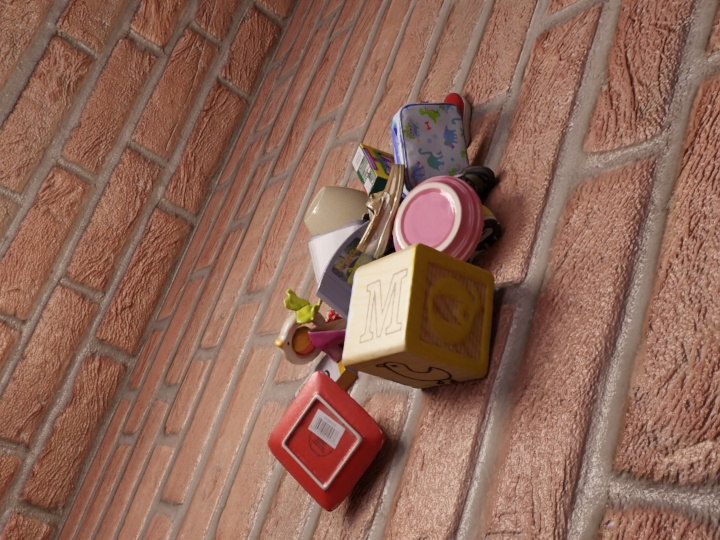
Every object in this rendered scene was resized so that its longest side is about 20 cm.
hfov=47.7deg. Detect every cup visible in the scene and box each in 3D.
[{"bbox_3d":[-0.058,-0.130,2.053,0.202,0.142,0.201,-55,14,21],"label":"cup"}]

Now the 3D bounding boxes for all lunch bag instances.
[{"bbox_3d":[0.146,-0.256,1.748,0.082,0.157,0.205,152,111,-72],"label":"lunch bag"}]

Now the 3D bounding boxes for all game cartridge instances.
[{"bbox_3d":[0.000,0.000,1.699,0.201,0.132,0.041,-53,-2,-18],"label":"game cartridge"}]

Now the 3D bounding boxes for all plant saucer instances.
[{"bbox_3d":[0.141,-0.091,1.577,0.198,0.051,0.205,-13,67,33],"label":"plant saucer"}]

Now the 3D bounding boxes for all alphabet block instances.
[{"bbox_3d":[0.105,0.089,1.469,0.199,0.193,0.200,-22,55,54],"label":"alphabet block"}]

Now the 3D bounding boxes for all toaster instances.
[{"bbox_3d":[-0.020,-0.027,1.799,0.197,0.113,0.132,-17,72,29],"label":"toaster"}]

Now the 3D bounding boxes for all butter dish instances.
[{"bbox_3d":[-0.047,0.329,1.601,0.199,0.147,0.201,40,102,22],"label":"butter dish"}]

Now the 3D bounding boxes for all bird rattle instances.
[{"bbox_3d":[-0.119,0.138,1.863,0.112,0.200,0.164,29,76,38],"label":"bird rattle"}]

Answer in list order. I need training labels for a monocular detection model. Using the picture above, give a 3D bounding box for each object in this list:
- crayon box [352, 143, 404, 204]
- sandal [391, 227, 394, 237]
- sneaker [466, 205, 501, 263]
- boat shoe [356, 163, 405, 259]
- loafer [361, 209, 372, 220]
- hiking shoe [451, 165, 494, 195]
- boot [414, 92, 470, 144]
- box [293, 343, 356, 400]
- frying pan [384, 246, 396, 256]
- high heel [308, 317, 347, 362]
[{"bbox_3d":[0.083,-0.207,1.865,0.059,0.170,0.201,-64,22,23],"label":"crayon box"},{"bbox_3d":[0.099,-0.104,1.872,0.081,0.054,0.200,-60,25,-1],"label":"sandal"},{"bbox_3d":[0.193,-0.055,1.625,0.199,0.078,0.091,-36,32,22],"label":"sneaker"},{"bbox_3d":[0.043,-0.127,1.672,0.074,0.065,0.204,133,152,-84],"label":"boat shoe"},{"bbox_3d":[0.034,-0.101,1.904,0.201,0.067,0.077,107,167,-53],"label":"loafer"},{"bbox_3d":[0.194,-0.139,1.665,0.197,0.076,0.101,-28,38,4],"label":"hiking shoe"},{"bbox_3d":[0.184,-0.375,1.895,0.072,0.143,0.202,-42,29,35],"label":"boot"},{"bbox_3d":[-0.087,0.269,1.848,0.201,0.041,0.120,-54,25,19],"label":"box"},{"bbox_3d":[0.128,-0.096,1.722,0.186,0.031,0.116,-18,31,0],"label":"frying pan"},{"bbox_3d":[-0.020,0.105,1.788,0.199,0.096,0.068,-40,29,4],"label":"high heel"}]
